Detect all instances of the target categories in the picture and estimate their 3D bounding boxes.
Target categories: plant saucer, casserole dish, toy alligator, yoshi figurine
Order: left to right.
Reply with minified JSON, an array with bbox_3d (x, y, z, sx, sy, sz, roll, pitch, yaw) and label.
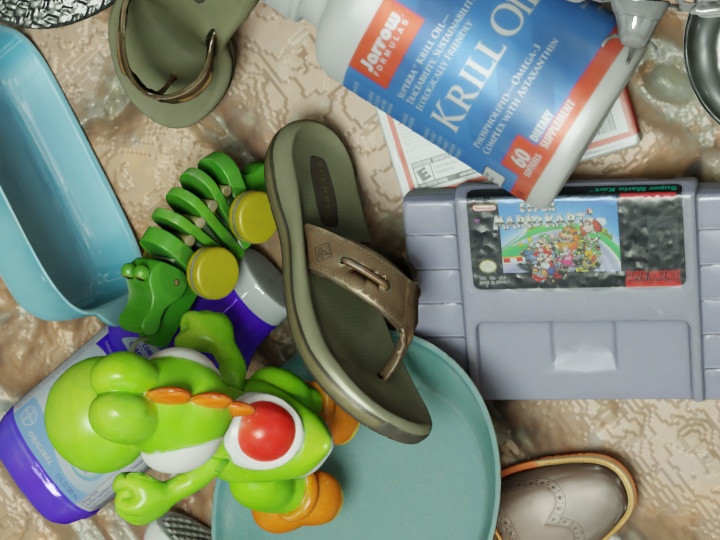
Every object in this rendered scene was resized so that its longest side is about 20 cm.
[{"bbox_3d":[-0.194,-0.052,1.245,0.039,0.121,0.201,-27,91,22],"label":"casserole dish"},{"bbox_3d":[-0.108,-0.004,1.221,0.200,0.059,0.054,-54,125,-20],"label":"toy alligator"},{"bbox_3d":[-0.095,0.084,1.171,0.112,0.200,0.113,-44,55,16],"label":"yoshi figurine"},{"bbox_3d":[0.003,0.134,1.233,0.199,0.036,0.201,-13,67,32],"label":"plant saucer"}]

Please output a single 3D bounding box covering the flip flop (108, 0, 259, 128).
[{"bbox_3d":[-0.103,-0.127,1.187,0.081,0.200,0.058,32,67,-6],"label":"flip flop"}]

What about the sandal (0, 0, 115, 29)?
[{"bbox_3d":[-0.138,-0.196,1.249,0.199,0.045,0.076,-20,102,1],"label":"sandal"}]

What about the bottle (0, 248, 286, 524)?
[{"bbox_3d":[-0.126,0.066,1.282,0.200,0.065,0.084,-39,83,17],"label":"bottle"}]

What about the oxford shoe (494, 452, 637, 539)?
[{"bbox_3d":[0.069,0.169,1.255,0.199,0.073,0.072,-28,95,16],"label":"oxford shoe"}]

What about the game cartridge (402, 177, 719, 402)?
[{"bbox_3d":[0.126,0.012,1.222,0.198,0.038,0.131,-1,115,13],"label":"game cartridge"}]

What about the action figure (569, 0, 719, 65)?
[{"bbox_3d":[0.157,-0.201,1.118,0.129,0.069,0.201,10,78,3],"label":"action figure"}]

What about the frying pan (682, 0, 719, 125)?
[{"bbox_3d":[0.236,-0.159,1.176,0.114,0.031,0.192,4,105,11],"label":"frying pan"}]

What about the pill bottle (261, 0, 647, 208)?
[{"bbox_3d":[0.045,-0.130,1.161,0.199,0.112,0.113,32,106,5],"label":"pill bottle"}]

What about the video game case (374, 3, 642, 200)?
[{"bbox_3d":[0.064,-0.148,1.220,0.142,0.017,0.201,-16,98,16],"label":"video game case"}]

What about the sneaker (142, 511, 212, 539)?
[{"bbox_3d":[-0.078,0.245,1.303,0.200,0.075,0.105,44,102,-3],"label":"sneaker"}]

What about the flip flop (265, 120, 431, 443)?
[{"bbox_3d":[0.000,0.000,1.194,0.057,0.081,0.201,-29,61,30],"label":"flip flop"}]
